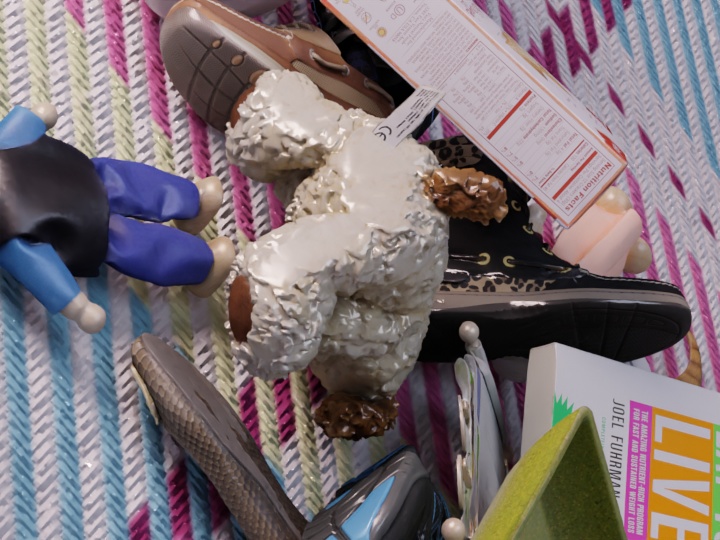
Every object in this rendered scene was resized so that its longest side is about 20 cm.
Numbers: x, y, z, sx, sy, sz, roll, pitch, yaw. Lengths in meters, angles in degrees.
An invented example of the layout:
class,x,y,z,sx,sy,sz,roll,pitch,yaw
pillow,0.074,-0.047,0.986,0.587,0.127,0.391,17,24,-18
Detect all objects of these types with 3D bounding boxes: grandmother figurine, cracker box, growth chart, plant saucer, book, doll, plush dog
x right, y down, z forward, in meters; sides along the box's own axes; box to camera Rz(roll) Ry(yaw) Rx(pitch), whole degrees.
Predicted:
class,x,y,z,sx,sy,sz,roll,pitch,yaw
grandmother figurine,0.140,0.012,1.383,0.122,0.060,0.200,57,39,-12
cracker box,0.072,-0.119,1.217,0.200,0.058,0.134,43,11,-3
growth chart,0.072,0.125,1.194,0.201,0.018,0.146,-82,160,-52
plant saucer,0.095,0.210,1.107,0.200,0.048,0.201,-52,133,-46
book,0.185,0.134,1.266,0.199,0.048,0.135,16,71,-32
doll,-0.158,-0.027,1.102,0.199,0.048,0.138,10,60,-44
plush dog,0.000,0.000,1.171,0.159,0.172,0.201,-1,54,-3

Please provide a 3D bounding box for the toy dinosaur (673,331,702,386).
class,x,y,z,sx,sy,sz,roll,pitch,yaw
toy dinosaur,0.230,0.099,1.426,0.107,0.060,0.200,53,40,-6

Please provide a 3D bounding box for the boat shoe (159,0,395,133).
class,x,y,z,sx,sy,sz,roll,pitch,yaw
boat shoe,-0.047,-0.118,1.255,0.200,0.075,0.072,36,49,-40

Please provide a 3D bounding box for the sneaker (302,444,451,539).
class,x,y,z,sx,sy,sz,roll,pitch,yaw
sneaker,0.024,0.148,1.110,0.082,0.073,0.200,57,9,3

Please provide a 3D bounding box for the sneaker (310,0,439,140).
class,x,y,z,sx,sy,sz,roll,pitch,yaw
sneaker,0.002,-0.172,1.315,0.201,0.070,0.078,56,39,-32

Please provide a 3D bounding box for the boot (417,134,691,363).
class,x,y,z,sx,sy,sz,roll,pitch,yaw
boot,0.109,-0.014,1.301,0.198,0.073,0.152,-3,51,0

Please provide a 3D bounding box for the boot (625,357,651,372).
class,x,y,z,sx,sy,sz,roll,pitch,yaw
boot,0.141,0.128,1.296,0.090,0.073,0.202,14,65,-37

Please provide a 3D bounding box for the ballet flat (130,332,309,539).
class,x,y,z,sx,sy,sz,roll,pitch,yaw
ballet flat,-0.069,0.122,1.110,0.200,0.046,0.067,52,10,-6

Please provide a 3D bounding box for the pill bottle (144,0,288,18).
class,x,y,z,sx,sy,sz,roll,pitch,yaw
pill bottle,-0.101,-0.265,1.256,0.112,0.112,0.202,6,63,-44
